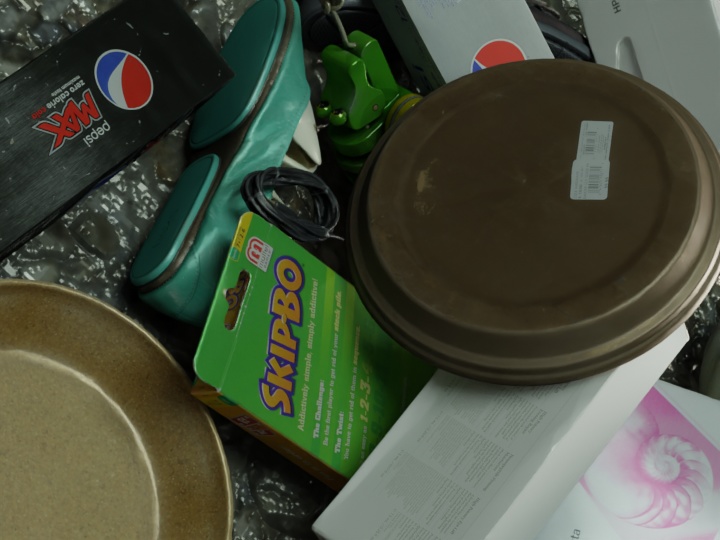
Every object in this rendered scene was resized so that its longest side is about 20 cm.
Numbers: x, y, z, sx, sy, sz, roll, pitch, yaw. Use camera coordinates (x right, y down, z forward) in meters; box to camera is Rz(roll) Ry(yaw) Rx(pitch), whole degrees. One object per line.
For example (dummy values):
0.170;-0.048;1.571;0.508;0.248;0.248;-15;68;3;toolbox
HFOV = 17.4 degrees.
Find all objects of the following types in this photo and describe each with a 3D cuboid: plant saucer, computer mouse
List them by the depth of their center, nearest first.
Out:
-0.154;0.103;1.113;0.200;0.035;0.201;16;60;-29;plant saucer
0.088;-0.033;1.194;0.199;0.030;0.201;-6;55;8;plant saucer
0.000;0.000;1.250;0.200;0.034;0.059;35;43;-40;computer mouse

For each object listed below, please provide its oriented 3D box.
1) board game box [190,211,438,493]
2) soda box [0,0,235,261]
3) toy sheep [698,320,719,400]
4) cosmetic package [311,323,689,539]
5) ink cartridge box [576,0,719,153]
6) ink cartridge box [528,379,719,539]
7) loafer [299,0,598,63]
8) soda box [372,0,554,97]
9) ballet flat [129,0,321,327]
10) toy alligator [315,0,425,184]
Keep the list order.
-0.011;0.058;1.207;0.200;0.030;0.096;39;56;-38;board game box
-0.155;-0.066;1.178;0.071;0.063;0.200;52;49;-4;soda box
0.259;0.063;1.365;0.138;0.138;0.200;28;20;-22;toy sheep
0.072;0.082;1.181;0.200;0.082;0.051;-50;145;-14;cosmetic package
0.230;-0.110;1.433;0.200;0.086;0.147;11;60;-55;ink cartridge box
0.120;0.144;1.202;0.199;0.043;0.197;18;64;-5;ink cartridge box
0.053;-0.151;1.371;0.200;0.072;0.063;10;58;-29;loafer
0.081;-0.087;1.309;0.063;0.068;0.200;-32;109;-9;soda box
-0.060;-0.052;1.244;0.070;0.067;0.200;38;55;-28;ballet flat
0.001;-0.085;1.276;0.054;0.059;0.200;-49;139;-11;toy alligator
